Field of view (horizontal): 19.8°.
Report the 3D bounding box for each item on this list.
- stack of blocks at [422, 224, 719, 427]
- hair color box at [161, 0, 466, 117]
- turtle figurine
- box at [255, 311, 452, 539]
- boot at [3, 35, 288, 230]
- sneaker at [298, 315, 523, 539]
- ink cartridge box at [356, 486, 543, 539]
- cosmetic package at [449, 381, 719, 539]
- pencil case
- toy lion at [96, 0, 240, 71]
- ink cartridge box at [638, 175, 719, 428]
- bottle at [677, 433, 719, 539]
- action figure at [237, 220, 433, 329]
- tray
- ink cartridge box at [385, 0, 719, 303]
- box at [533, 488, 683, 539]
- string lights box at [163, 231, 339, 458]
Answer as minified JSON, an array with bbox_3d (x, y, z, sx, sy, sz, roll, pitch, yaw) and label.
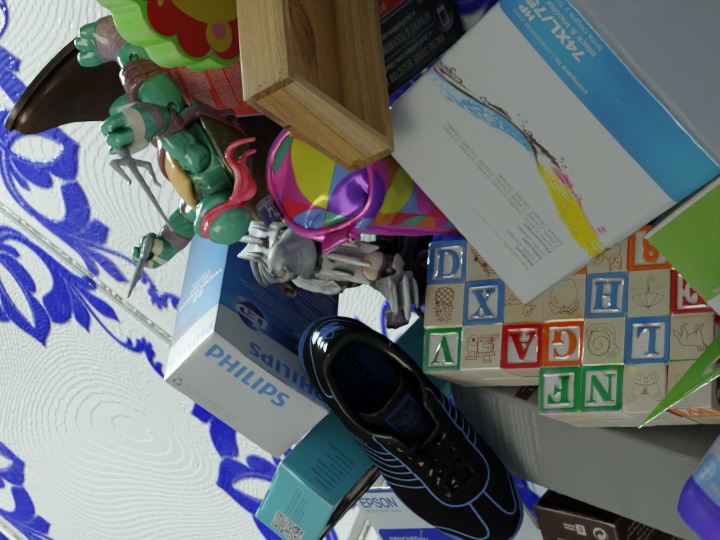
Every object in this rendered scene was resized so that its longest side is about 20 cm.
[{"bbox_3d":[0.139,0.037,1.293,0.199,0.116,0.059,-3,166,31],"label":"stack of blocks"},{"bbox_3d":[-0.040,-0.150,1.351,0.199,0.101,0.061,0,122,44],"label":"hair color box"},{"bbox_3d":[-0.117,-0.066,1.283,0.150,0.100,0.200,89,161,-46],"label":"turtle figurine"},{"bbox_3d":[0.012,0.107,1.458,0.049,0.200,0.082,38,145,10],"label":"box"},{"bbox_3d":[-0.122,-0.083,1.431,0.200,0.186,0.064,46,139,5],"label":"boot"},{"bbox_3d":[0.036,0.110,1.345,0.200,0.070,0.078,45,176,-9],"label":"sneaker"},{"bbox_3d":[0.109,0.236,1.621,0.197,0.047,0.201,-9,116,50],"label":"ink cartridge box"},{"bbox_3d":[0.171,0.095,1.368,0.199,0.107,0.090,14,135,35],"label":"cosmetic package"},{"bbox_3d":[0.018,-0.057,1.297,0.088,0.200,0.089,3,95,30],"label":"pencil case"},{"bbox_3d":[-0.102,-0.231,1.257,0.068,0.192,0.201,-4,121,45],"label":"toy lion"},{"bbox_3d":[0.217,-0.023,1.127,0.076,0.200,0.148,46,144,0],"label":"ink cartridge box"},{"bbox_3d":[0.271,0.085,1.209,0.084,0.065,0.200,45,108,35],"label":"bottle"},{"bbox_3d":[0.000,0.000,1.371,0.130,0.200,0.070,25,104,34],"label":"action figure"},{"bbox_3d":[-0.032,-0.164,1.195,0.037,0.201,0.099,-24,144,29],"label":"tray"},{"bbox_3d":[0.135,-0.107,1.175,0.146,0.147,0.200,47,144,-2],"label":"ink cartridge box"},{"bbox_3d":[0.198,0.218,1.465,0.075,0.100,0.201,9,129,41],"label":"box"},{"bbox_3d":[-0.070,0.026,1.446,0.103,0.200,0.059,37,119,-20],"label":"string lights box"}]
